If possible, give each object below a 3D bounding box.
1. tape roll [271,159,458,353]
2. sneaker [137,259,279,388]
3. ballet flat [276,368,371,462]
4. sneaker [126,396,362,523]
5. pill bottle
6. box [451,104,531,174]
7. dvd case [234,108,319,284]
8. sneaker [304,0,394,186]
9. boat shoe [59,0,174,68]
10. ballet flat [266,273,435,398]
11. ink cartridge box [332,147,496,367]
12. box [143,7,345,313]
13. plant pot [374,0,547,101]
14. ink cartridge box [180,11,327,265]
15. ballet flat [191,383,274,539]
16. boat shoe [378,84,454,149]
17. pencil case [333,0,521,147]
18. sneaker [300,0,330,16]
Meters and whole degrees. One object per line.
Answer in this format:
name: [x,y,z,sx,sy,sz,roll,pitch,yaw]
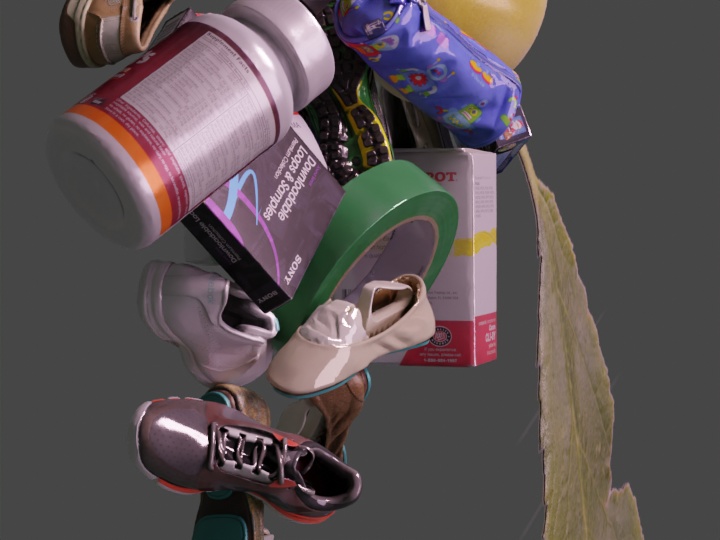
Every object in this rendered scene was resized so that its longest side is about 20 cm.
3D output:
tape roll: [0.000,0.000,1.772,0.200,0.048,0.201,-39,154,-24]
sneaker: [-0.099,0.048,1.646,0.200,0.088,0.076,40,52,-63]
ballet flat: [-0.044,0.142,1.791,0.072,0.068,0.200,-21,154,-25]
sneaker: [-0.083,0.140,1.599,0.199,0.082,0.078,18,70,-30]
pill bottle: [-0.118,-0.113,1.468,0.200,0.109,0.110,-41,133,-28]
box: [0.102,-0.200,2.030,0.137,0.037,0.201,122,-52,-76]
dvd case: [-0.063,-0.043,1.827,0.143,0.017,0.201,46,49,-59]
sneaker: [-0.018,-0.151,1.836,0.085,0.077,0.202,46,32,-77]
boat shoe: [-0.150,-0.221,1.519,0.072,0.076,0.201,66,32,-45]
ballet flat: [-0.006,0.046,1.704,0.200,0.069,0.070,-23,113,-51]
ink cartridge box: [0.051,-0.014,1.943,0.083,0.144,0.202,-8,99,-69]
box: [-0.102,-0.085,1.592,0.200,0.036,0.143,50,39,-21]
plant pot: [0.053,-0.269,1.886,0.142,0.199,0.202,30,63,-57]
ink cartridge box: [-0.085,-0.108,1.700,0.161,0.050,0.202,-7,100,-59]
ballet flat: [-0.099,0.193,1.671,0.071,0.070,0.202,18,71,-67]
boat shoe: [0.055,-0.119,2.077,0.062,0.072,0.201,-32,122,-34]
pencil case: [0.063,-0.185,1.797,0.200,0.086,0.079,36,53,-41]
sneaker: [-0.058,-0.313,1.759,0.200,0.106,0.075,48,-1,-28]
